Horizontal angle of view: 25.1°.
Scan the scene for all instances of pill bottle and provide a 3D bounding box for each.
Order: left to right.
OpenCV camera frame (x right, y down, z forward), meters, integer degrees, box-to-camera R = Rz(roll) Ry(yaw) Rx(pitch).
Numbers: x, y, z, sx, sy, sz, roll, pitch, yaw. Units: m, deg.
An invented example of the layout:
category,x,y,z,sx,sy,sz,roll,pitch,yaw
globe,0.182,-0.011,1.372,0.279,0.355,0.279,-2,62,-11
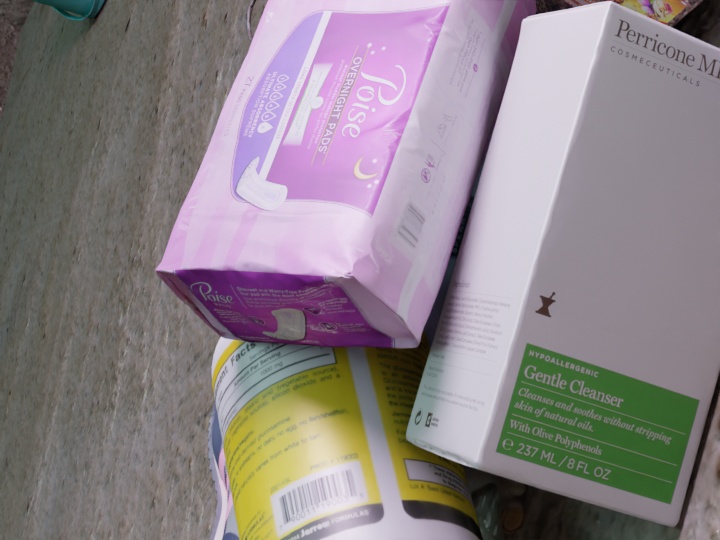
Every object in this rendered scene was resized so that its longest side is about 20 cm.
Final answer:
category,x,y,z,sx,sy,sz,roll,pitch,yaw
pill bottle,-0.012,0.079,0.787,0.113,0.111,0.201,-54,38,40

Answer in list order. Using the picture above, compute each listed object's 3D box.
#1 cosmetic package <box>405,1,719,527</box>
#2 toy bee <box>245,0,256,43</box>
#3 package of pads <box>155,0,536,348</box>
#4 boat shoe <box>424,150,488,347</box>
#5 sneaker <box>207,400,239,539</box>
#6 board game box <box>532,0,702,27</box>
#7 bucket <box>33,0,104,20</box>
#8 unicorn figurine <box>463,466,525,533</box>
category,x,y,z,sx,sy,sz,roll,pitch,yaw
cosmetic package,0.104,-0.003,0.713,0.085,0.107,0.202,10,84,69
toy bee,0.032,-0.140,1.056,0.131,0.108,0.200,-51,48,14
package of pads,-0.002,-0.063,0.753,0.119,0.076,0.202,2,59,33
boat shoe,0.063,-0.035,0.900,0.065,0.073,0.202,84,-150,-75
sneaker,-0.057,0.143,1.093,0.082,0.070,0.202,-36,41,32
board game box,0.093,-0.187,0.793,0.200,0.159,0.097,-40,21,55
bucket,-0.457,-0.503,2.557,0.208,0.134,0.209,-54,26,42
unicorn figurine,0.019,0.149,0.872,0.201,0.074,0.137,-51,25,1
